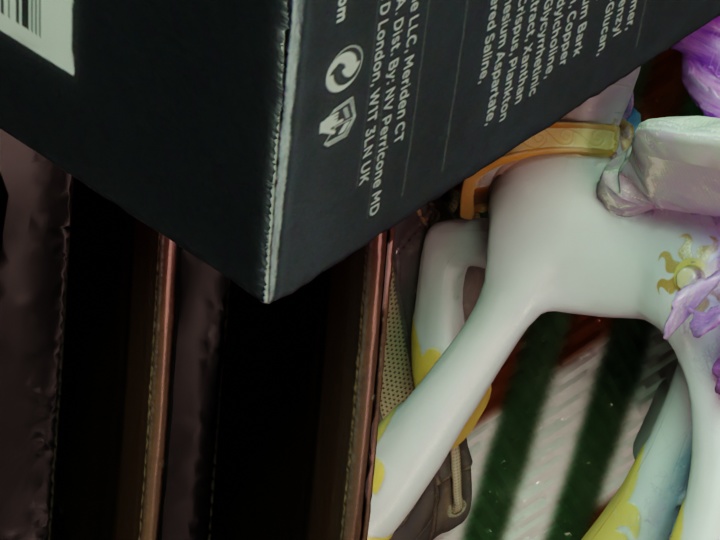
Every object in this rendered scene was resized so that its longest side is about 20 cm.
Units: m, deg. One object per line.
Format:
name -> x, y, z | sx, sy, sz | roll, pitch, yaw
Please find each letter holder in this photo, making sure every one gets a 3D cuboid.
letter holder -> -0.060, 0.025, 0.736 | 0.100, 0.142, 0.201 | -1, 111, -18

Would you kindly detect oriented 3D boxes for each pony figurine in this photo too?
pony figurine -> 0.087, -0.005, 0.753 | 0.166, 0.192, 0.201 | -10, 116, -63

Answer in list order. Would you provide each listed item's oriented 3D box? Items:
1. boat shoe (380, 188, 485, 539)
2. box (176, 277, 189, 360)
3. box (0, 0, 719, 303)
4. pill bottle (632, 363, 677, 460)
boat shoe -> 0.000, 0.000, 0.848 | 0.073, 0.074, 0.201 | -16, 124, -26
box -> -0.098, 0.048, 0.840 | 0.121, 0.048, 0.201 | -12, 115, -14
box -> -0.020, -0.121, 0.658 | 0.200, 0.196, 0.118 | -33, 143, -37
pill bottle -> 0.159, -0.016, 0.867 | 0.111, 0.111, 0.201 | 17, 106, -25
